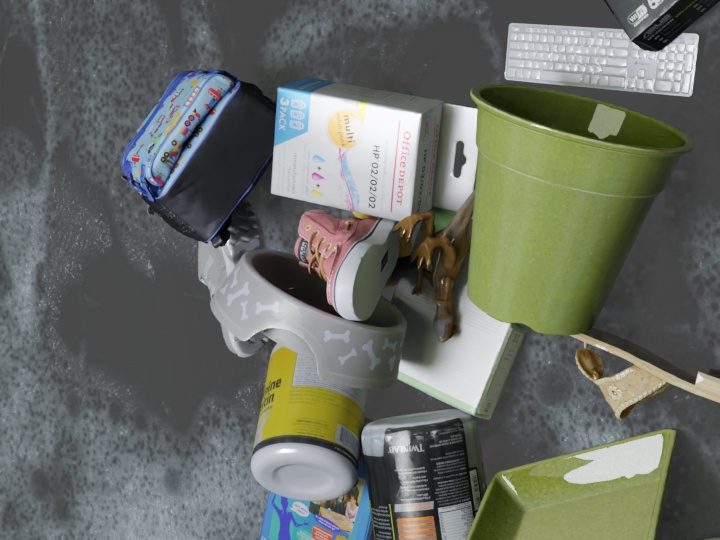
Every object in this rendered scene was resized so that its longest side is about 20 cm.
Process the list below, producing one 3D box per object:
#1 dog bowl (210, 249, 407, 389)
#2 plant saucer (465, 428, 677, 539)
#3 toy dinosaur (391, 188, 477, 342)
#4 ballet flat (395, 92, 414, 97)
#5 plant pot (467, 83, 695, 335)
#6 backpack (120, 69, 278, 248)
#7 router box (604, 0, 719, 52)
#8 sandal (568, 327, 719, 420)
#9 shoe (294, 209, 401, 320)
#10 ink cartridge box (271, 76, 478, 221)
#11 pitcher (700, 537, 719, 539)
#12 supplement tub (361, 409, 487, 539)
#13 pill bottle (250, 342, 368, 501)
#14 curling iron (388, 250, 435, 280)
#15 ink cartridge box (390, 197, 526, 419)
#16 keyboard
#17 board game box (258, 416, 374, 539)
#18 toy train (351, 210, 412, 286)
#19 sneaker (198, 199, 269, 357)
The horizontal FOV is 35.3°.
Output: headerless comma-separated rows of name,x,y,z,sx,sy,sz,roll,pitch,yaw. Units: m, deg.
dog bowl,-0.044,0.042,1.112,0.200,0.200,0.059,33,106,33
plant saucer,0.191,0.238,1.023,0.200,0.200,0.048,-22,106,31
toy dinosaur,0.090,-0.032,1.117,0.060,0.106,0.201,27,101,44
ballet flat,-0.010,-0.163,1.243,0.200,0.067,0.063,8,108,47
plant pot,0.174,-0.050,1.020,0.200,0.200,0.190,27,114,34
backpack,-0.189,-0.138,1.297,0.183,0.134,0.200,-55,27,-6
router box,0.286,-0.315,0.988,0.200,0.062,0.150,-40,65,30
sandal,0.256,0.107,1.029,0.211,0.078,0.070,19,98,31
shoe,-0.024,-0.008,1.086,0.091,0.200,0.072,6,110,11
ink cartridge box,0.015,-0.120,1.143,0.199,0.068,0.115,13,112,20
pitcher,0.241,0.305,1.030,0.121,0.171,0.200,58,148,-9
supplement tub,0.072,0.248,1.153,0.122,0.122,0.201,-9,87,38
pill bottle,-0.048,0.135,1.207,0.112,0.112,0.200,-26,41,36
curling iron,0.000,0.000,1.197,0.200,0.026,0.050,-10,104,30
ink cartridge box,0.104,0.033,1.167,0.145,0.048,0.200,23,91,35
keyboard,0.226,-0.203,1.080,0.200,0.011,0.056,13,100,38
board game box,-0.034,0.257,1.287,0.152,0.045,0.201,22,105,36
toy train,-0.014,-0.040,1.250,0.150,0.056,0.201,2,94,38
sneaker,-0.154,0.011,1.362,0.082,0.075,0.201,-27,64,42
